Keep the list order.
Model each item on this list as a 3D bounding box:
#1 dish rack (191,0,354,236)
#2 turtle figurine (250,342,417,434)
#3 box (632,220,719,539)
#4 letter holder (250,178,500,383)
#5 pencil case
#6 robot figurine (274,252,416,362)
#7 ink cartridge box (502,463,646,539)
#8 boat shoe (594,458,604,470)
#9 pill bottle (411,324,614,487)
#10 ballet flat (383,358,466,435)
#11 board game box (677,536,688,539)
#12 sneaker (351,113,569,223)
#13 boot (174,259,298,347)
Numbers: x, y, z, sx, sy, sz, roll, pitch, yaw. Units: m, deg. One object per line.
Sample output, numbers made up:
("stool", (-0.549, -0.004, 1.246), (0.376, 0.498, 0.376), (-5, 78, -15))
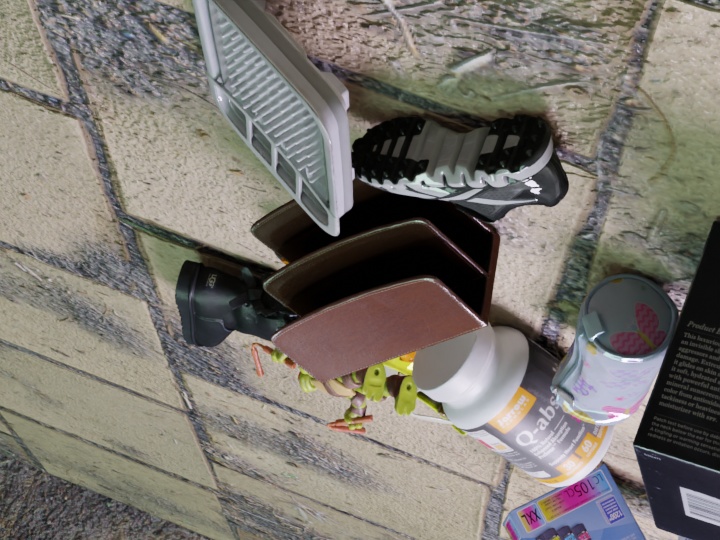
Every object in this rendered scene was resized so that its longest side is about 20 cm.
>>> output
("dish rack", (-0.059, -0.130, 1.169), (0.172, 0.043, 0.200), (49, 167, 19))
("turtle figurine", (-0.013, 0.124, 1.652), (0.160, 0.065, 0.200), (2, 146, 47))
("box", (0.308, 0.101, 1.195), (0.122, 0.200, 0.200), (16, 158, 23))
("letter holder", (0.000, 0.000, 1.339), (0.199, 0.101, 0.142), (-21, 132, 38))
("pencil case", (0.227, 0.075, 1.376), (0.090, 0.084, 0.200), (0, 157, -2))
("robot figurine", (-0.009, 0.021, 1.530), (0.144, 0.059, 0.200), (8, 155, 32))
("ink cartridge box", (0.275, 0.352, 1.792), (0.201, 0.136, 0.076), (62, 171, 17))
("boat shoe", (0.199, 0.184, 1.683), (0.074, 0.075, 0.202), (-1, 148, 47))
("pill bottle", (0.155, 0.128, 1.537), (0.199, 0.117, 0.116), (34, 157, -27))
("ballet flat", (0.053, 0.124, 1.703), (0.199, 0.067, 0.067), (29, 160, -14))
("board game box", (0.426, 0.309, 1.573), (0.199, 0.201, 0.043), (9, 175, 34))
("sneaker", (0.079, -0.074, 1.197), (0.199, 0.067, 0.091), (2, 148, 39))
("boot", (-0.120, 0.054, 1.722), (0.161, 0.074, 0.199), (14, 160, 6))
